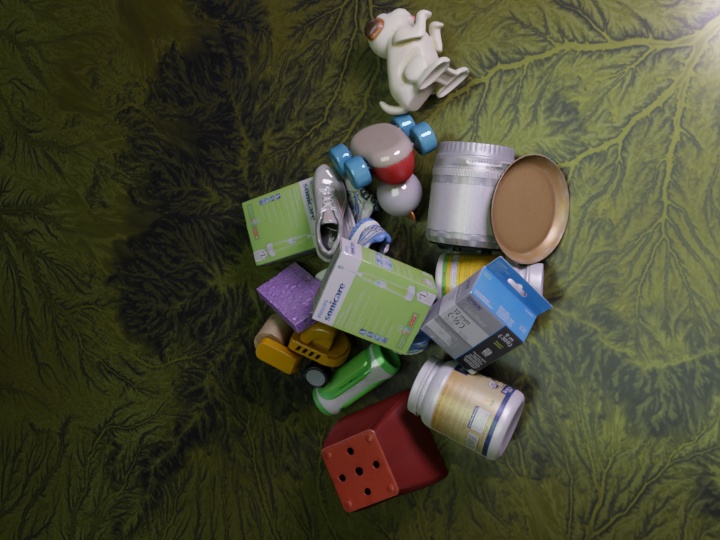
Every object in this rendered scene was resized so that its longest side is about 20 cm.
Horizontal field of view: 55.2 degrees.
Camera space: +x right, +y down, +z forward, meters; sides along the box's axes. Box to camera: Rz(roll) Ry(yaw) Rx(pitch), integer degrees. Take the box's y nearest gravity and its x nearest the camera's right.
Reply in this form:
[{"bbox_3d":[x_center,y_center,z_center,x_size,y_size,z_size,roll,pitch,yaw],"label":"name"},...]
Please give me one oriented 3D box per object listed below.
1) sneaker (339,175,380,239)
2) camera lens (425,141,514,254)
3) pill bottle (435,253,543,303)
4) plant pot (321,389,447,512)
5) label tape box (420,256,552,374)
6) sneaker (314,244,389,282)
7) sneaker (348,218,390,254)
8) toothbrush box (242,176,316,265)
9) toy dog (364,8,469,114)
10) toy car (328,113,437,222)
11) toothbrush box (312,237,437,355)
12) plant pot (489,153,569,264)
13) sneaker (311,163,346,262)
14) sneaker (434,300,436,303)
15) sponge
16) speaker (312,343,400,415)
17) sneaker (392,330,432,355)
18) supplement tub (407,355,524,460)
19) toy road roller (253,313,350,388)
[{"bbox_3d":[0.002,-0.149,1.480,0.084,0.077,0.202,-8,97,16],"label":"sneaker"},{"bbox_3d":[0.212,-0.137,1.322,0.158,0.160,0.202,9,97,25],"label":"camera lens"},{"bbox_3d":[0.251,0.025,1.333,0.198,0.111,0.112,2,94,18],"label":"pill bottle"},{"bbox_3d":[0.033,0.389,1.427,0.199,0.176,0.202,-28,80,24],"label":"plant pot"},{"bbox_3d":[0.230,0.087,1.272,0.143,0.066,0.200,42,128,-11],"label":"label tape box"},{"bbox_3d":[-0.008,0.003,1.488,0.200,0.070,0.081,-33,77,31],"label":"sneaker"},{"bbox_3d":[0.000,0.000,1.376,0.085,0.077,0.202,30,104,41],"label":"sneaker"},{"bbox_3d":[-0.147,-0.107,1.529,0.198,0.086,0.147,-17,86,26],"label":"toothbrush box"},{"bbox_3d":[0.095,-0.434,1.390,0.194,0.139,0.201,-41,72,36],"label":"toy dog"},{"bbox_3d":[0.065,-0.187,1.413,0.183,0.177,0.201,-28,122,-9],"label":"toy car"},{"bbox_3d":[0.025,0.049,1.307,0.198,0.086,0.147,21,109,-11],"label":"toothbrush box"},{"bbox_3d":[0.309,-0.114,1.276,0.027,0.198,0.202,16,101,56],"label":"plant pot"},{"bbox_3d":[-0.062,-0.121,1.399,0.075,0.092,0.202,-6,86,-2],"label":"sneaker"},{"bbox_3d":[0.100,0.051,1.410,0.200,0.115,0.076,36,107,19],"label":"sneaker"},{"bbox_3d":[-0.138,0.055,1.490,0.200,0.111,0.030,35,154,50],"label":"sponge"},{"bbox_3d":[-0.009,0.234,1.489,0.199,0.088,0.089,-38,77,22],"label":"speaker"},{"bbox_3d":[0.059,0.106,1.420,0.199,0.090,0.079,22,60,25],"label":"sneaker"},{"bbox_3d":[0.206,0.265,1.354,0.199,0.144,0.146,24,103,22],"label":"supplement tub"},{"bbox_3d":[-0.116,0.140,1.478,0.198,0.123,0.147,24,123,3],"label":"toy road roller"}]
